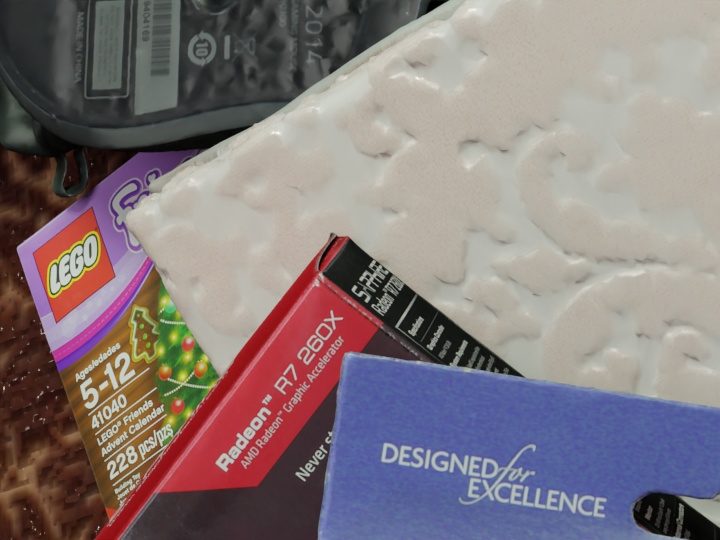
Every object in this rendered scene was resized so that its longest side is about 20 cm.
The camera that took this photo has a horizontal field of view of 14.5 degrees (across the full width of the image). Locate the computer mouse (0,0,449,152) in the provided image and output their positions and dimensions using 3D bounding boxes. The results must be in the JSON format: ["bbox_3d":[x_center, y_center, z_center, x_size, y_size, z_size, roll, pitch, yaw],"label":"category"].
[{"bbox_3d":[-0.011,-0.069,0.778,0.199,0.053,0.139,5,89,28],"label":"computer mouse"}]

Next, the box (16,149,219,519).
[{"bbox_3d":[0.000,0.000,0.806,0.200,0.039,0.137,-36,59,24],"label":"box"}]

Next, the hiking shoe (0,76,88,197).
[{"bbox_3d":[-0.135,-0.118,0.836,0.087,0.200,0.074,-55,8,-28],"label":"hiking shoe"}]

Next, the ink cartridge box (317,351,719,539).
[{"bbox_3d":[0.076,0.133,0.633,0.197,0.047,0.201,8,96,3],"label":"ink cartridge box"}]

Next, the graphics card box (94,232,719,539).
[{"bbox_3d":[0.033,0.102,0.686,0.200,0.051,0.126,38,103,-1],"label":"graphics card box"}]

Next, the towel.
[{"bbox_3d":[0.066,0.016,0.698,0.200,0.032,0.191,-28,102,28],"label":"towel"}]
